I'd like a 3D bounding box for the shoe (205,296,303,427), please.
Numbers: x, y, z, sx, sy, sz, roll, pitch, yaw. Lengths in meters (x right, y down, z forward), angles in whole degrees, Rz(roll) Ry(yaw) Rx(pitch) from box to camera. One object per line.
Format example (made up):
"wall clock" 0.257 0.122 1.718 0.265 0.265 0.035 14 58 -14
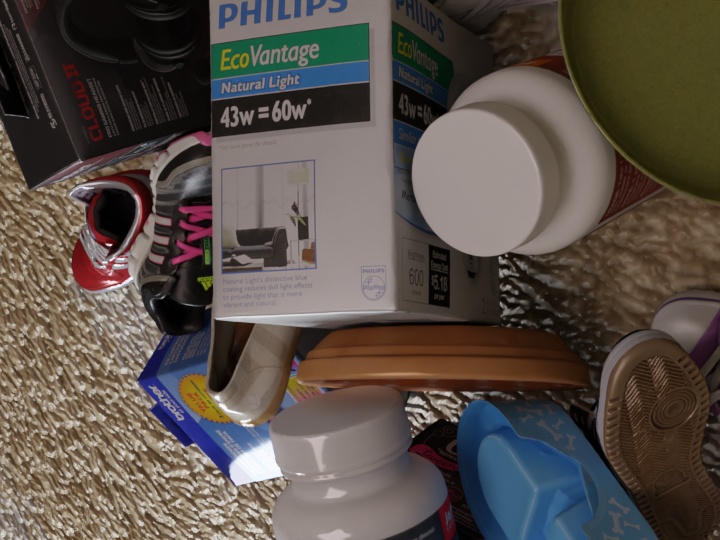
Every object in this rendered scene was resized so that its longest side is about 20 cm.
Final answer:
"shoe" -0.067 0.008 0.967 0.070 0.053 0.200 -2 67 36

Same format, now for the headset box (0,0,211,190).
"headset box" -0.179 -0.153 0.964 0.077 0.200 0.149 -20 92 45

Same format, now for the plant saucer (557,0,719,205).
"plant saucer" 0.200 -0.129 0.779 0.200 0.200 0.031 61 161 3

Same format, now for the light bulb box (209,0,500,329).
"light bulb box" 0.002 -0.065 0.879 0.125 0.198 0.200 -3 85 23

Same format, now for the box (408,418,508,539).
"box" 0.103 0.221 1.001 0.200 0.115 0.132 25 121 28

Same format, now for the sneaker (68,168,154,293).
"sneaker" -0.212 -0.030 1.144 0.200 0.112 0.071 -37 82 38

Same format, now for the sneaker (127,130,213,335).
"sneaker" -0.121 -0.021 1.020 0.200 0.074 0.088 -59 44 46

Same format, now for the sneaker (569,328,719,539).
"sneaker" 0.174 0.086 0.877 0.109 0.070 0.200 -116 1 -47

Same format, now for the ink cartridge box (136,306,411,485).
"ink cartridge box" -0.079 0.094 1.086 0.200 0.076 0.136 -17 122 40

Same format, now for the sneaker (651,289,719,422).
"sneaker" 0.252 0.092 0.848 0.200 0.114 0.073 39 126 21

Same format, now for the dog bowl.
"dog bowl" 0.129 0.163 0.870 0.112 0.050 0.200 98 150 -41

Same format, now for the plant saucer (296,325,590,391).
"plant saucer" 0.056 0.062 0.937 0.200 0.200 0.038 -4 81 37

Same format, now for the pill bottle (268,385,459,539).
"pill bottle" 0.007 0.185 0.905 0.119 0.120 0.200 -4 105 37

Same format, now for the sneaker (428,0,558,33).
"sneaker" 0.091 -0.197 0.881 0.200 0.087 0.075 -23 84 37

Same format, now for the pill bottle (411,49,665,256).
"pill bottle" 0.119 -0.075 0.830 0.112 0.200 0.112 12 113 32
